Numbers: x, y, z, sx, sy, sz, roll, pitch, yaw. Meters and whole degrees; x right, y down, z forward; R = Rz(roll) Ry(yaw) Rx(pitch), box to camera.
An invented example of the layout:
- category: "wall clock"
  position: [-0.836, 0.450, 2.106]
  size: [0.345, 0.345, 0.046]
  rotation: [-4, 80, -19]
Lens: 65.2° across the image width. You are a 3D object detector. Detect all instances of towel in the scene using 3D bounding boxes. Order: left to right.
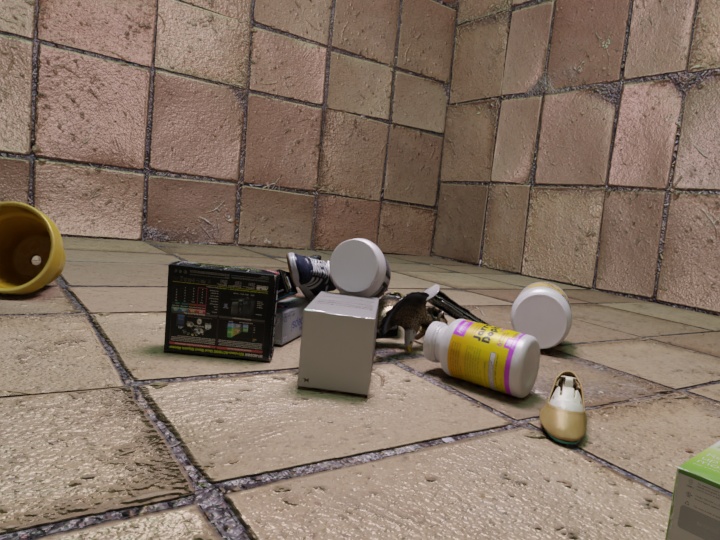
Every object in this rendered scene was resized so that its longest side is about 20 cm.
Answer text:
- category: "towel"
  position: [0.230, 0.104, 1.344]
  size: [0.190, 0.035, 0.200]
  rotation: [35, -3, 4]

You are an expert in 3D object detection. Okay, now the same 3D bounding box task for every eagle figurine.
- category: "eagle figurine"
  position: [0.090, 0.097, 1.183]
  size: [0.195, 0.154, 0.153]
  rotation: [21, 26, -28]

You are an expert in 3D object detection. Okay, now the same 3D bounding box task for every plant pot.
- category: "plant pot"
  position: [-0.794, -0.039, 1.329]
  size: [0.193, 0.209, 0.189]
  rotation: [5, -10, -10]

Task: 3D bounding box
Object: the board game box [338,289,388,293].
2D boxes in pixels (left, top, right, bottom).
- category: "board game box"
  position: [-0.010, 0.059, 1.335]
  size: [0.116, 0.033, 0.199]
  rotation: [-17, 0, 16]

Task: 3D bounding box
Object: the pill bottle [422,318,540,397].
- category: "pill bottle"
  position: [0.210, 0.148, 1.000]
  size: [0.195, 0.109, 0.103]
  rotation: [11, 8, 38]

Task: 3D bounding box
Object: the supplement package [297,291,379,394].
- category: "supplement package"
  position: [-0.032, 0.116, 0.956]
  size: [0.115, 0.126, 0.200]
  rotation: [7, 7, 3]

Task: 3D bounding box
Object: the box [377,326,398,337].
- category: "box"
  position: [-0.029, 0.114, 1.328]
  size: [0.156, 0.045, 0.197]
  rotation: [2, 8, -40]

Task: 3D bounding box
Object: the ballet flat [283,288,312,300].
- category: "ballet flat"
  position: [-0.208, 0.053, 1.388]
  size: [0.192, 0.070, 0.068]
  rotation: [-8, -5, 7]

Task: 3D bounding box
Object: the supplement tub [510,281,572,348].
- category: "supplement tub"
  position: [0.444, 0.110, 1.380]
  size: [0.140, 0.151, 0.199]
  rotation: [8, 7, 19]

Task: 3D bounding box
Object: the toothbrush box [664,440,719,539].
- category: "toothbrush box"
  position: [0.401, 0.233, 0.531]
  size: [0.195, 0.090, 0.143]
  rotation: [3, 7, -41]

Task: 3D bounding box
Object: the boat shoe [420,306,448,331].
- category: "boat shoe"
  position: [0.181, 0.123, 1.361]
  size: [0.069, 0.068, 0.200]
  rotation: [6, 6, 3]

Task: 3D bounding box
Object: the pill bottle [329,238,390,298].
- category: "pill bottle"
  position: [0.000, 0.000, 1.128]
  size: [0.111, 0.121, 0.200]
  rotation: [7, -5, 8]

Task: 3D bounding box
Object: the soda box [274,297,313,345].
- category: "soda box"
  position: [-0.156, 0.104, 1.199]
  size: [0.066, 0.066, 0.200]
  rotation: [5, 6, 14]

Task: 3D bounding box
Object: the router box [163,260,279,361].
- category: "router box"
  position: [-0.245, 0.071, 1.003]
  size: [0.192, 0.156, 0.062]
  rotation: [6, 6, -3]

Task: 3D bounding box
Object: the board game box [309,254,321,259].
- category: "board game box"
  position: [-0.136, 0.035, 1.499]
  size: [0.027, 0.141, 0.200]
  rotation: [6, 6, 4]

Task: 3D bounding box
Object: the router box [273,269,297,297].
- category: "router box"
  position: [-0.232, 0.057, 1.143]
  size: [0.194, 0.053, 0.149]
  rotation: [-21, -3, 1]

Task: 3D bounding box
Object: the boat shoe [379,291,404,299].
- category: "boat shoe"
  position: [0.077, 0.081, 1.367]
  size: [0.070, 0.062, 0.201]
  rotation: [30, -13, -1]

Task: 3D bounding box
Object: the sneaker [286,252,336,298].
- category: "sneaker"
  position: [-0.091, 0.000, 1.217]
  size: [0.105, 0.073, 0.201]
  rotation: [-14, -19, 4]

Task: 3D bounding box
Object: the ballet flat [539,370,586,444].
- category: "ballet flat"
  position: [0.307, 0.197, 0.851]
  size: [0.066, 0.066, 0.199]
  rotation: [8, 7, 18]
